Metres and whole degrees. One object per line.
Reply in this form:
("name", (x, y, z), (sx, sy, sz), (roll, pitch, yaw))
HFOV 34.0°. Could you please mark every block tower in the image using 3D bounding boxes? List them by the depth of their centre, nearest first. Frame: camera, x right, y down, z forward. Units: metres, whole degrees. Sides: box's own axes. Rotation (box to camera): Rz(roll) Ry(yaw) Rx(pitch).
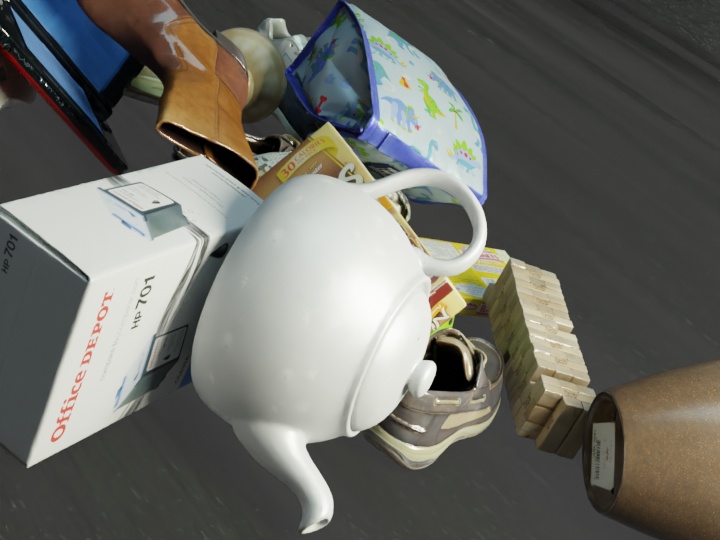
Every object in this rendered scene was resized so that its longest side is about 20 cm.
("block tower", (0.156, 0.069, 1.039), (0.053, 0.058, 0.201), (17, 32, -17))

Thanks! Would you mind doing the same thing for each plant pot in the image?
("plant pot", (0.281, 0.147, 0.917), (0.197, 0.189, 0.188), (4, 29, -8))

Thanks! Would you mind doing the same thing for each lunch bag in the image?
("lunch bag", (0.033, -0.152, 1.192), (0.169, 0.128, 0.201), (27, 21, -35))

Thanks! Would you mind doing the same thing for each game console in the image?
("game console", (-0.253, -0.220, 1.081), (0.200, 0.118, 0.173), (53, 2, -44))

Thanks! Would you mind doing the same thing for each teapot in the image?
("teapot", (-0.012, 0.038, 0.813), (0.145, 0.202, 0.197), (25, 25, 13))

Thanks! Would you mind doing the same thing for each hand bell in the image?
("hand bell", (-0.142, -0.183, 1.205), (0.103, 0.105, 0.200), (23, 19, -1))

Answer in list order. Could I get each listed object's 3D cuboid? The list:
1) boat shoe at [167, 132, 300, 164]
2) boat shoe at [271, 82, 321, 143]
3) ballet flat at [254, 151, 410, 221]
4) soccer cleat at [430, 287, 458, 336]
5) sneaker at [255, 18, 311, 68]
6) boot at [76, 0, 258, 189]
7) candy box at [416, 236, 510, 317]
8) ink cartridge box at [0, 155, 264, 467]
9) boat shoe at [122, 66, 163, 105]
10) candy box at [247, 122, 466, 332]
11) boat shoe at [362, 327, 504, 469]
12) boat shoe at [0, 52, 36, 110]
("boat shoe", (-0.092, -0.106, 1.178), (0.197, 0.060, 0.072), (11, 27, -26))
("boat shoe", (-0.046, -0.163, 1.307), (0.075, 0.062, 0.200), (39, 7, -42))
("ballet flat", (-0.032, -0.072, 1.144), (0.198, 0.073, 0.072), (9, 29, -32))
("soccer cleat", (0.000, 0.000, 1.028), (0.199, 0.082, 0.067), (32, 26, 21))
("sneaker", (-0.075, -0.236, 1.421), (0.070, 0.081, 0.200), (-5, 39, -48))
("boot", (-0.173, -0.167, 1.025), (0.188, 0.068, 0.201), (39, 25, -30))
("candy box", (0.085, 0.006, 1.158), (0.198, 0.027, 0.103), (8, 30, -32))
("ink cartridge box", (-0.160, 0.019, 0.777), (0.085, 0.148, 0.199), (33, 27, 16))
("boat shoe", (-0.267, -0.225, 1.219), (0.198, 0.064, 0.073), (15, -3, -23))
("candy box", (-0.015, -0.014, 0.969), (0.201, 0.115, 0.055), (55, 4, 34))
("boat shoe", (0.074, 0.089, 0.934), (0.074, 0.074, 0.200), (31, 26, 14))
("boat shoe", (-0.350, -0.169, 1.072), (0.067, 0.073, 0.201), (-7, 25, 6))
